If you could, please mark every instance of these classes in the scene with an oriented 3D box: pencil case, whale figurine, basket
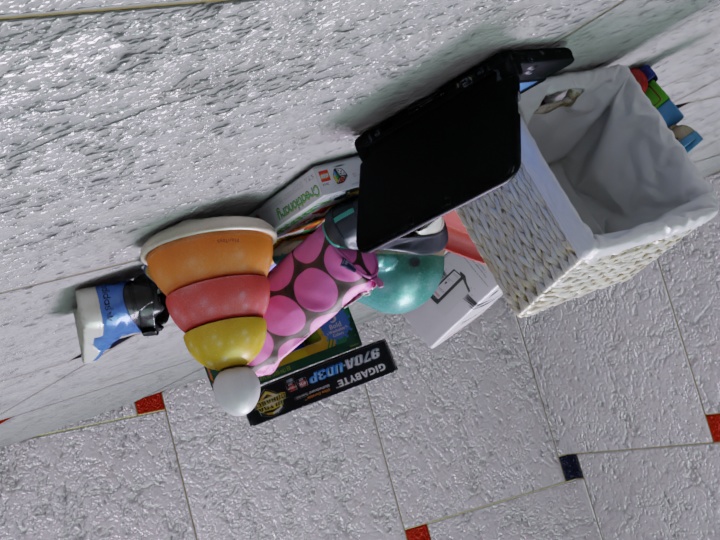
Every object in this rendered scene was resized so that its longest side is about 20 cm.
[{"bbox_3d":[-0.070,0.036,1.427,0.200,0.094,0.091,-40,-177,24],"label":"pencil case"},{"bbox_3d":[0.000,0.000,1.520,0.199,0.104,0.159,-2,179,-17],"label":"whale figurine"},{"bbox_3d":[0.223,-0.081,1.361,0.198,0.200,0.161,-16,157,-35],"label":"basket"}]

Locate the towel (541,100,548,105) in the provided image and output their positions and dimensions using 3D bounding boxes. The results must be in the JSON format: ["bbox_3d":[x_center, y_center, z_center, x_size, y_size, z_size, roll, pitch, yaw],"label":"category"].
[{"bbox_3d":[0.136,-0.141,1.504,0.199,0.030,0.146,-22,173,12],"label":"towel"}]

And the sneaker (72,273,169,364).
[{"bbox_3d":[-0.284,0.058,1.563,0.111,0.077,0.200,-10,165,-16],"label":"sneaker"}]

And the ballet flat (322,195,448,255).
[{"bbox_3d":[0.046,-0.055,1.407,0.073,0.073,0.200,-26,164,39],"label":"ballet flat"}]

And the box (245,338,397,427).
[{"bbox_3d":[-0.051,0.144,1.699,0.199,0.046,0.159,-21,177,0],"label":"box"}]

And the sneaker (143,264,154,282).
[{"bbox_3d":[-0.158,0.009,1.507,0.200,0.088,0.075,26,-175,-40],"label":"sneaker"}]

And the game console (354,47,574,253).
[{"bbox_3d":[0.098,-0.111,1.205,0.200,0.117,0.176,-26,173,40],"label":"game console"}]

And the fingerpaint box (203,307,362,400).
[{"bbox_3d":[-0.121,0.057,1.711,0.199,0.167,0.073,-19,177,-16],"label":"fingerpaint box"}]

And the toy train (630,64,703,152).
[{"bbox_3d":[0.286,-0.132,1.504,0.200,0.116,0.085,-41,169,13],"label":"toy train"}]

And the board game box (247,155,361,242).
[{"bbox_3d":[-0.042,-0.077,1.418,0.126,0.035,0.200,-17,173,-33],"label":"board game box"}]

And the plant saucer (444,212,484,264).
[{"bbox_3d":[0.130,-0.063,1.520,0.199,0.037,0.200,20,163,-14],"label":"plant saucer"}]

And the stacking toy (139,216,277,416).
[{"bbox_3d":[-0.146,0.053,1.354,0.146,0.201,0.146,-10,167,-2],"label":"stacking toy"}]

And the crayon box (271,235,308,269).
[{"bbox_3d":[-0.106,0.011,1.618,0.199,0.052,0.126,-21,137,-16],"label":"crayon box"}]

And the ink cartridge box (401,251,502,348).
[{"bbox_3d":[0.161,0.000,1.747,0.146,0.084,0.200,-30,167,-47],"label":"ink cartridge box"}]
